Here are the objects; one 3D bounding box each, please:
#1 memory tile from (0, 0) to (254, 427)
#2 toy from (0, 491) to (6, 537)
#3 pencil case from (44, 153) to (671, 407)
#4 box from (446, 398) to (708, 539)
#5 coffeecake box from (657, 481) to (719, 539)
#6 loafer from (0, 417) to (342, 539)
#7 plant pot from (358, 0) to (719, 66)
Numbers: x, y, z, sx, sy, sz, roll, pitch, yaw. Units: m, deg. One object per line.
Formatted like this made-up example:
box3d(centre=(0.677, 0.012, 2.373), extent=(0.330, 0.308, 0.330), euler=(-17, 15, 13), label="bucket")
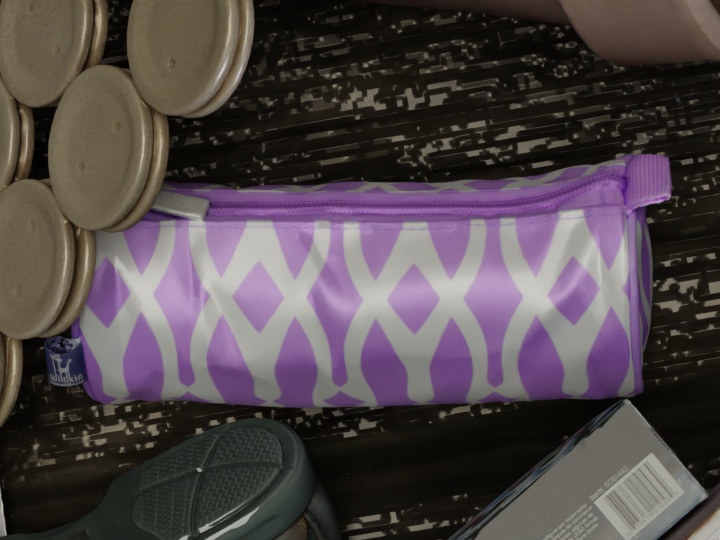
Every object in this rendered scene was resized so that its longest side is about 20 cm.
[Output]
box3d(centre=(-0.107, -0.058, 0.737), extent=(0.200, 0.017, 0.154), euler=(-52, 52, 32), label="memory tile")
box3d(centre=(-0.227, 0.055, 0.798), extent=(0.199, 0.047, 0.116), euler=(-10, 83, 4), label="toy")
box3d(centre=(0.000, 0.000, 0.762), extent=(0.199, 0.084, 0.086), euler=(-1, 125, 4), label="pencil case")
box3d(centre=(0.018, 0.118, 0.726), extent=(0.200, 0.137, 0.040), euler=(-40, 83, 1), label="box")
box3d(centre=(0.079, 0.135, 0.675), extent=(0.200, 0.154, 0.073), euler=(-38, 81, -25), label="coffeecake box")
box3d(centre=(-0.098, 0.120, 0.774), extent=(0.199, 0.072, 0.063), euler=(-25, 126, 4), label="loafer")
box3d(centre=(0.028, -0.158, 0.732), extent=(0.174, 0.200, 0.202), euler=(-4, 85, 22), label="plant pot")
